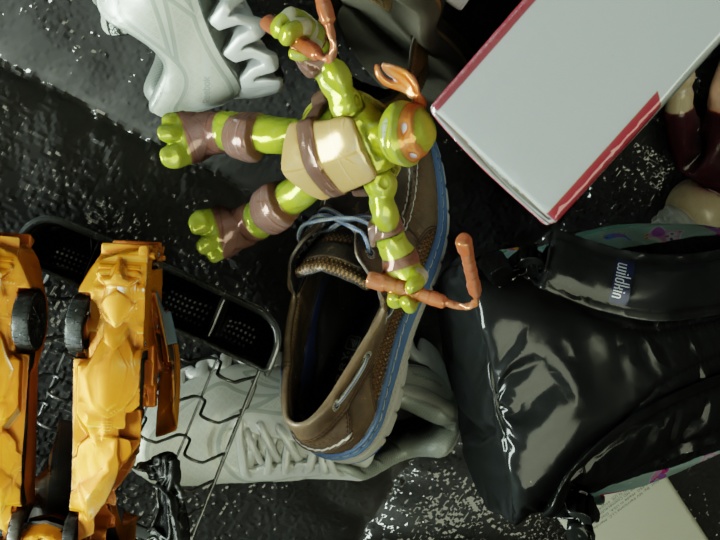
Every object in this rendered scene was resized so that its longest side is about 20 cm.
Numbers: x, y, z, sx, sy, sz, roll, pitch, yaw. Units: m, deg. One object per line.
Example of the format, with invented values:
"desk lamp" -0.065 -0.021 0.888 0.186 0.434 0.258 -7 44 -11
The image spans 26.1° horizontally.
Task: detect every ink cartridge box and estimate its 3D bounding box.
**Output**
"ink cartridge box" 0.118 -0.104 0.801 0.083 0.200 0.146 42 97 4

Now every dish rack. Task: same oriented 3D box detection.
"dish rack" -0.140 0.086 0.846 0.152 0.055 0.202 23 96 5

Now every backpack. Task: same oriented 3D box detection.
"backpack" 0.148 0.041 0.864 0.198 0.126 0.169 -14 103 -17

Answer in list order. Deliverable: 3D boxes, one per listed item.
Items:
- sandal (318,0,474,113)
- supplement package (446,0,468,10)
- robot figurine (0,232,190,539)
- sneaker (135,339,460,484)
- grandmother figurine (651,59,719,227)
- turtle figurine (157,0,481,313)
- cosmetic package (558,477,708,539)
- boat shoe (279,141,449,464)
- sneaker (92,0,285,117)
"sandal" 0.012 -0.113 0.785 0.081 0.200 0.055 28 85 8
"supplement package" -0.007 -0.238 0.750 0.199 0.114 0.110 33 102 -28
"robot figurine" -0.152 0.084 0.792 0.143 0.058 0.203 4 95 7
"sneaker" -0.036 0.089 0.902 0.198 0.081 0.076 -11 119 -12
"grandmother figurine" 0.232 -0.092 0.933 0.120 0.061 0.202 20 110 -8
"turtle figurine" -0.023 -0.066 0.761 0.160 0.065 0.201 -9 119 37
"cosmetic package" 0.176 0.168 1.004 0.071 0.105 0.201 -35 118 2
"boat shoe" 0.000 0.000 0.838 0.072 0.071 0.202 33 61 -62
"sneaker" -0.106 -0.165 0.778 0.080 0.075 0.201 -21 119 2
